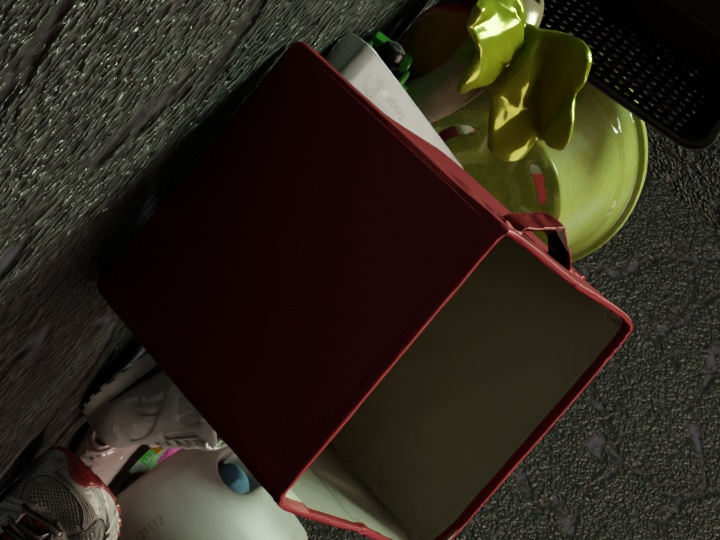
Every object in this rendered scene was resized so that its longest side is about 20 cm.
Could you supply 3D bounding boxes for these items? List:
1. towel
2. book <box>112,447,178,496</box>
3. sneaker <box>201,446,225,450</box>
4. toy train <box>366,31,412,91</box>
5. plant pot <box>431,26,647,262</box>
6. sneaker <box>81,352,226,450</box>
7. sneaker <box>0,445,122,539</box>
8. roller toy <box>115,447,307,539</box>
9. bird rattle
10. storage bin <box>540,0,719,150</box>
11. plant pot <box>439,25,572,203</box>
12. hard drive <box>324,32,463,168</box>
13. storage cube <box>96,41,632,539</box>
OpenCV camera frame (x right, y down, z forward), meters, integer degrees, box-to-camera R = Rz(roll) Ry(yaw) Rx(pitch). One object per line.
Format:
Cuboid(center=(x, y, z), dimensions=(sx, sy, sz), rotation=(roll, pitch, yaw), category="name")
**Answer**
Cuboid(center=(-0.163, 0.109, 1.484), dimensions=(0.191, 0.032, 0.200), rotation=(-47, 174, -30), category="towel")
Cuboid(center=(-0.164, 0.145, 1.709), dimensions=(0.200, 0.048, 0.134), rotation=(-47, 173, -39), category="book")
Cuboid(center=(-0.066, 0.027, 1.324), dimensions=(0.201, 0.076, 0.111), rotation=(-59, -176, -21), category="sneaker")
Cuboid(center=(-0.036, -0.067, 1.199), dimensions=(0.200, 0.042, 0.056), rotation=(-51, -174, 16), category="toy train")
Cuboid(center=(0.107, -0.074, 1.451), dimensions=(0.201, 0.200, 0.184), rotation=(-51, 177, 23), category="plant pot")
Cuboid(center=(-0.117, 0.087, 1.257), dimensions=(0.076, 0.081, 0.200), rotation=(-33, 178, -39), category="sneaker")
Cuboid(center=(-0.227, 0.196, 1.276), dimensions=(0.200, 0.078, 0.082), rotation=(-52, 173, 35), category="sneaker")
Cuboid(center=(-0.149, 0.226, 1.554), dimensions=(0.182, 0.140, 0.200), rotation=(-33, 171, -33), category="roller toy")
Cuboid(center=(0.074, -0.160, 1.234), dimensions=(0.162, 0.113, 0.201), rotation=(-27, -144, 28), category="bird rattle")
Cuboid(center=(0.219, -0.204, 1.417), dimensions=(0.094, 0.199, 0.136), rotation=(-46, 167, -41), category="storage bin")
Cuboid(center=(0.150, -0.121, 1.717), dimensions=(0.201, 0.200, 0.177), rotation=(-48, 166, -12), category="plant pot")
Cuboid(center=(-0.036, -0.026, 1.135), dimensions=(0.200, 0.026, 0.132), rotation=(-48, 136, -6), category="hard drive")
Cuboid(center=(0.004, 0.018, 1.017), dimensions=(0.200, 0.180, 0.171), rotation=(-50, 146, 6), category="storage cube")
